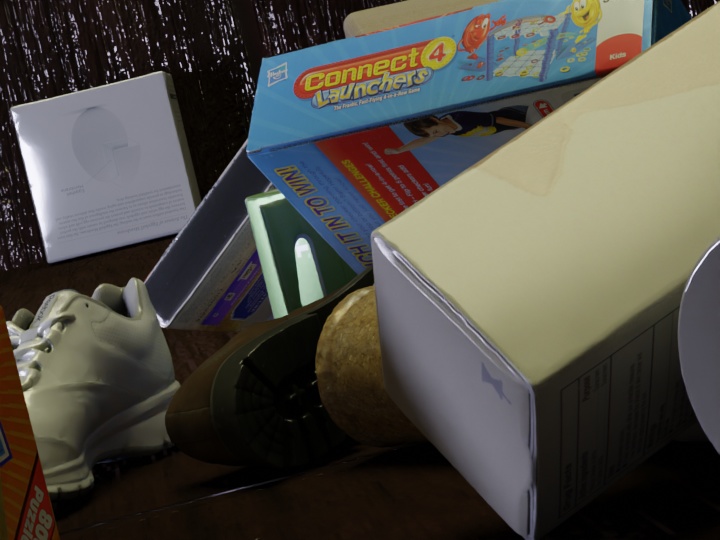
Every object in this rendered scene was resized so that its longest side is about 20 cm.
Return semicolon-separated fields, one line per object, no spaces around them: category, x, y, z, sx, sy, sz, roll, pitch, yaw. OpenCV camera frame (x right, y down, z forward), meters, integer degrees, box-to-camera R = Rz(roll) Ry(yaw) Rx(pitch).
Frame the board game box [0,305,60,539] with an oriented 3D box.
board game box;-0.262;0.046;0.775;0.199;0.201;0.200;-10;6;25

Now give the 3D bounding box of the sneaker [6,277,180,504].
sneaker;-0.145;0.058;0.981;0.074;0.087;0.200;-9;8;21

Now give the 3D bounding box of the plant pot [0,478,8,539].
plant pot;-0.195;0.068;0.518;0.195;0.195;0.200;-8;-2;42

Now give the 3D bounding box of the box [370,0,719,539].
box;0.105;-0.014;0.690;0.200;0.078;0.095;-33;-32;-20

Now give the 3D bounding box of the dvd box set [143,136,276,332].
dvd box set;-0.031;-0.028;1.226;0.146;0.029;0.200;-53;-20;13

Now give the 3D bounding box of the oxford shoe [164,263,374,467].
oxford shoe;-0.007;0.035;0.969;0.200;0.073;0.084;-17;2;-42

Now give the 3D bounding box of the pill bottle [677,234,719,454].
pill bottle;0.186;0.002;0.625;0.200;0.109;0.109;-17;7;-38

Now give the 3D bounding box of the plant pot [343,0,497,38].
plant pot;0.104;-0.134;1.899;0.199;0.200;0.177;-13;17;3

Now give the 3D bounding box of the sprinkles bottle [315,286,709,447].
sprinkles bottle;0.068;0.032;0.823;0.068;0.068;0.200;-17;7;-39

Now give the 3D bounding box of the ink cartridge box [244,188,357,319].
ink cartridge box;0.000;0.000;1.132;0.059;0.104;0.200;-10;7;37

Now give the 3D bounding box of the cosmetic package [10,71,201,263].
cosmetic package;-0.315;-0.130;2.738;0.199;0.201;0.123;-13;3;0

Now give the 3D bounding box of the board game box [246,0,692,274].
board game box;0.082;-0.041;1.007;0.195;0.056;0.200;-10;-35;27
